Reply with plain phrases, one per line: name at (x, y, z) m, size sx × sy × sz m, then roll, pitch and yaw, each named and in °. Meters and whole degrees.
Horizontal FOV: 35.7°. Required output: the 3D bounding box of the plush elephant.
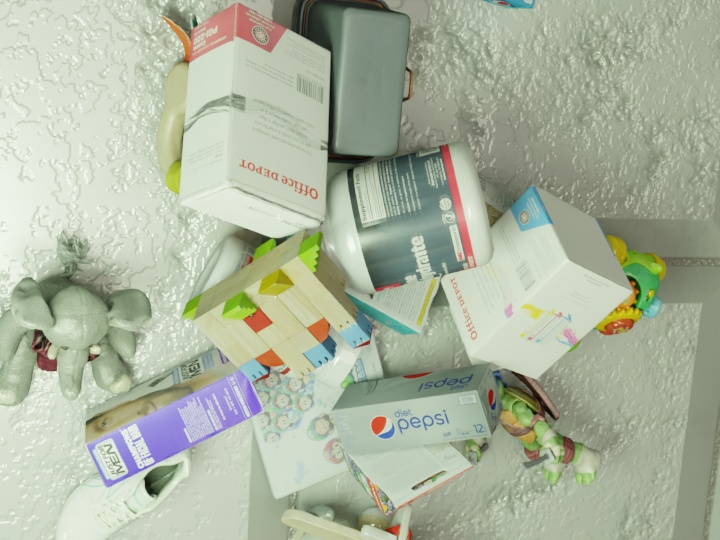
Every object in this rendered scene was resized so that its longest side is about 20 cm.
plush elephant at (-0.317, 0.069, 1.225) m, size 0.162 × 0.155 × 0.204 m, roll 3°, pitch 101°, yaw -20°

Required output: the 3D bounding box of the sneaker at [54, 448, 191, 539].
sneaker at (-0.281, 0.266, 1.324) m, size 0.200 × 0.080 × 0.071 m, roll -42°, pitch 114°, yaw -6°

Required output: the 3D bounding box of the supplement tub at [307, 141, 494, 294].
supplement tub at (0.042, -0.055, 1.252) m, size 0.196 × 0.141 × 0.143 m, roll -14°, pitch 107°, yaw 6°

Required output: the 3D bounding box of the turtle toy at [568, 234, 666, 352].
turtle toy at (0.307, 0.038, 1.455) m, size 0.144 × 0.198 × 0.103 m, roll 16°, pitch 57°, yaw -45°

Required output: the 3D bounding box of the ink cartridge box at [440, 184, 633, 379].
ink cartridge box at (0.202, 0.026, 1.361) m, size 0.124 × 0.130 × 0.200 m, roll 20°, pitch 126°, yaw -35°

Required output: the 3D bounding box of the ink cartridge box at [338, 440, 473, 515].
ink cartridge box at (0.058, 0.239, 1.349) m, size 0.108 × 0.200 × 0.051 m, roll -25°, pitch 111°, yaw -13°

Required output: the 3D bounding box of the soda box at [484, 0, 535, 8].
soda box at (0.194, -0.425, 1.353) m, size 0.063 × 0.068 × 0.204 m, roll 12°, pitch 97°, yaw -22°

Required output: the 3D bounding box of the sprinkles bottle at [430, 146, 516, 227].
sprinkles bottle at (0.153, -0.079, 1.414) m, size 0.198 × 0.068 × 0.069 m, roll 30°, pitch 90°, yaw -23°

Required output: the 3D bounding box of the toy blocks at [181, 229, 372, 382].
toy blocks at (-0.079, 0.053, 1.205) m, size 0.198 × 0.101 × 0.137 m, roll -30°, pitch 117°, yaw 25°

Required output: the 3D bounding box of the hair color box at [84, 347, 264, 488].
hair color box at (-0.218, 0.163, 1.297) m, size 0.197 × 0.109 × 0.066 m, roll -27°, pitch 108°, yaw -6°

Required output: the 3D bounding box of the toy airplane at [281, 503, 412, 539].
toy airplane at (0.018, 0.352, 1.419) m, size 0.196 × 0.142 × 0.202 m, roll -13°, pitch 124°, yaw 16°

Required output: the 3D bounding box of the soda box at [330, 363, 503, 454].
soda box at (0.068, 0.167, 1.351) m, size 0.197 × 0.068 × 0.064 m, roll -11°, pitch 110°, yaw 27°

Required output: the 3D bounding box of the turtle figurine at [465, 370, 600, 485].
turtle figurine at (0.211, 0.244, 1.468) m, size 0.193 × 0.202 × 0.144 m, roll 33°, pitch 124°, yaw -27°

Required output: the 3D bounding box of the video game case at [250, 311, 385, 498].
video game case at (-0.052, 0.166, 1.415) m, size 0.179 × 0.024 × 0.204 m, roll -19°, pitch 108°, yaw -15°

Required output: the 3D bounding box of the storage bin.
storage bin at (0.001, -0.217, 1.293) m, size 0.143 × 0.134 × 0.204 m, roll 2°, pitch 102°, yaw -20°

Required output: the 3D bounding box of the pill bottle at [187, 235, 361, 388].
pill bottle at (-0.097, 0.054, 1.313) m, size 0.198 × 0.112 × 0.114 m, roll 30°, pitch 91°, yaw -14°

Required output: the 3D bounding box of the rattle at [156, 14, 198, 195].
rattle at (-0.157, -0.184, 1.280) m, size 0.141 × 0.130 × 0.204 m, roll -1°, pitch 76°, yaw -30°

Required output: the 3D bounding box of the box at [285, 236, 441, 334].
box at (0.000, 0.000, 1.373) m, size 0.198 × 0.049 × 0.083 m, roll 30°, pitch 71°, yaw -23°

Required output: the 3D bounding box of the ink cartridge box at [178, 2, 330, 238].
ink cartridge box at (-0.107, -0.151, 1.176) m, size 0.144 × 0.084 × 0.204 m, roll 19°, pitch 64°, yaw -44°
